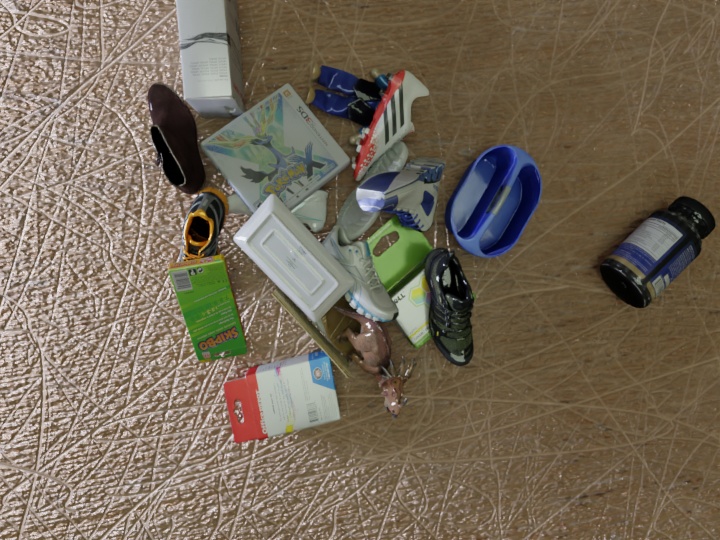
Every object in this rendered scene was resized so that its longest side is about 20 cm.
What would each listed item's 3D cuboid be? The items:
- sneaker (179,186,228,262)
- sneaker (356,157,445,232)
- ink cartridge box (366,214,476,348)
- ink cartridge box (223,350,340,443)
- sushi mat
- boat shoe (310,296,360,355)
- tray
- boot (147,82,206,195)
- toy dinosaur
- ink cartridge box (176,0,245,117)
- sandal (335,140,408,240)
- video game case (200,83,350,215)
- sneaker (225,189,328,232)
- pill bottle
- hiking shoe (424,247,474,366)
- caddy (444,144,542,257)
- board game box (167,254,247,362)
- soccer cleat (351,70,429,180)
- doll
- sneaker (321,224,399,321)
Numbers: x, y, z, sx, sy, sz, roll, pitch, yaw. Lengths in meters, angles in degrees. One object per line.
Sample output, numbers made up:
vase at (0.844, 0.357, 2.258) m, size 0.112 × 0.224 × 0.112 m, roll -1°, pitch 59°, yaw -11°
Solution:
sneaker at (-0.279, -0.038, 0.936) m, size 0.075 × 0.078 × 0.206 m, roll 13°, pitch 115°, yaw -2°
sneaker at (0.083, -0.114, 0.938) m, size 0.197 × 0.079 × 0.119 m, roll -29°, pitch 124°, yaw -42°
ink cartridge box at (0.092, 0.011, 0.995) m, size 0.146 × 0.076 × 0.202 m, roll -38°, pitch 98°, yaw -2°
ink cartridge box at (-0.140, 0.227, 0.990) m, size 0.192 × 0.067 × 0.121 m, roll -12°, pitch 94°, yaw -5°
sushi mat at (-0.085, 0.108, 0.974) m, size 0.012 × 0.096 × 0.201 m, roll -42°, pitch 96°, yaw -1°
boat shoe at (-0.065, 0.066, 0.991) m, size 0.071 × 0.068 × 0.203 m, roll -41°, pitch 117°, yaw -22°
tray at (-0.110, -0.015, 0.896) m, size 0.107 × 0.022 × 0.200 m, roll -42°, pitch 99°, yaw 14°
boot at (-0.310, -0.226, 0.895) m, size 0.070 × 0.166 × 0.206 m, roll -22°, pitch 95°, yaw -4°
toy dinosaur at (0.030, 0.136, 0.944) m, size 0.085 × 0.134 × 0.205 m, roll -33°, pitch 114°, yaw -22°
ink cartridge box at (-0.246, -0.371, 0.903) m, size 0.079 × 0.147 × 0.209 m, roll -4°, pitch 93°, yaw -4°
sandal at (0.030, -0.136, 0.991) m, size 0.049 × 0.082 × 0.206 m, roll 28°, pitch 98°, yaw -48°
video game case at (-0.143, -0.201, 0.942) m, size 0.199 × 0.022 × 0.184 m, roll -40°, pitch 86°, yaw -19°
sneaker at (-0.153, -0.103, 0.968) m, size 0.192 × 0.070 × 0.084 m, roll 0°, pitch 96°, yaw -6°
pill bottle at (0.557, -0.037, 1.020) m, size 0.199 × 0.112 × 0.113 m, roll -42°, pitch 96°, yaw -2°
hiking shoe at (0.152, 0.067, 0.917) m, size 0.073 × 0.101 × 0.208 m, roll -14°, pitch 95°, yaw -4°
caddy at (0.239, -0.123, 0.986) m, size 0.139 × 0.105 × 0.204 m, roll 31°, pitch 91°, yaw -6°
board game box at (-0.261, 0.071, 0.951) m, size 0.092 × 0.030 × 0.206 m, roll -9°, pitch 121°, yaw -5°
soccer cleat at (0.048, -0.241, 0.948) m, size 0.083 × 0.069 × 0.205 m, roll 22°, pitch 110°, yaw -12°
doll at (0.000, -0.297, 0.981) m, size 0.193 × 0.048 × 0.142 m, roll 14°, pitch 95°, yaw -11°
sneaker at (0.000, 0.000, 0.935) m, size 0.200 × 0.074 × 0.088 m, roll 45°, pitch 119°, yaw 21°
